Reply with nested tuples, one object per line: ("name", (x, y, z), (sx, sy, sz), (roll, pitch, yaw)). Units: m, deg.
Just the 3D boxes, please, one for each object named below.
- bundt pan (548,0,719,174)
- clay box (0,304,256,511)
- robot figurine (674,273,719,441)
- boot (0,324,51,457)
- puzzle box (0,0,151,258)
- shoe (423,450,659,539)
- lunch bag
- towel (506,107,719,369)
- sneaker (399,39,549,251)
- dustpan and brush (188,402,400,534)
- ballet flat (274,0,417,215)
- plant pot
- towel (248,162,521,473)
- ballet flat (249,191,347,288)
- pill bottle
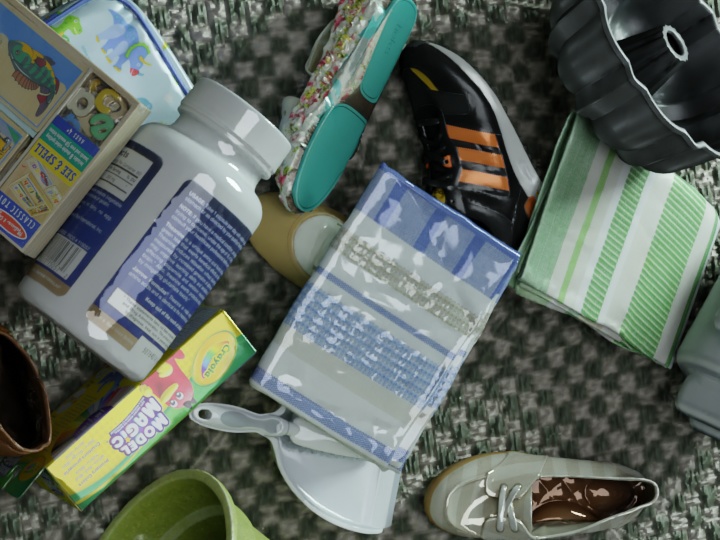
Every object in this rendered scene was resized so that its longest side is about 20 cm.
("bundt pan", (0.222, -0.162, 1.726), (0.201, 0.076, 0.203), (32, 41, -33))
("clay box", (-0.178, 0.105, 1.600), (0.200, 0.115, 0.048), (-43, 106, -14))
("robot figurine", (0.337, 0.047, 1.795), (0.201, 0.113, 0.170), (-60, 149, -9))
("boot", (-0.285, 0.045, 1.535), (0.076, 0.155, 0.201), (-26, 100, -18))
("puzzle box", (-0.260, -0.120, 1.520), (0.200, 0.025, 0.133), (39, 91, 16))
("shoe", (0.148, 0.181, 1.759), (0.199, 0.053, 0.070), (-2, 92, -21))
("lunch bag", (-0.190, -0.095, 1.606), (0.160, 0.082, 0.201), (-36, 103, -14))
("towel", (0.209, -0.021, 1.760), (0.199, 0.023, 0.153), (28, 80, -38))
("sneaker", (0.078, -0.083, 1.710), (0.090, 0.070, 0.201), (-40, 107, -24))
("dustpan and brush", (-0.045, 0.124, 1.679), (0.199, 0.057, 0.141), (12, 88, -21))
("ballet flat", (-0.022, -0.136, 1.682), (0.201, 0.064, 0.076), (-61, 145, -13))
("plant pot", (-0.091, 0.276, 1.612), (0.184, 0.200, 0.201), (32, 81, -30))
("towel", (0.020, 0.039, 1.657), (0.146, 0.024, 0.201), (32, 88, -21))
("ballet flat", (0.000, 0.000, 1.691), (0.199, 0.063, 0.069), (34, 74, -18))
("pill bottle", (-0.139, -0.032, 1.525), (0.111, 0.111, 0.200), (39, 83, -17))
